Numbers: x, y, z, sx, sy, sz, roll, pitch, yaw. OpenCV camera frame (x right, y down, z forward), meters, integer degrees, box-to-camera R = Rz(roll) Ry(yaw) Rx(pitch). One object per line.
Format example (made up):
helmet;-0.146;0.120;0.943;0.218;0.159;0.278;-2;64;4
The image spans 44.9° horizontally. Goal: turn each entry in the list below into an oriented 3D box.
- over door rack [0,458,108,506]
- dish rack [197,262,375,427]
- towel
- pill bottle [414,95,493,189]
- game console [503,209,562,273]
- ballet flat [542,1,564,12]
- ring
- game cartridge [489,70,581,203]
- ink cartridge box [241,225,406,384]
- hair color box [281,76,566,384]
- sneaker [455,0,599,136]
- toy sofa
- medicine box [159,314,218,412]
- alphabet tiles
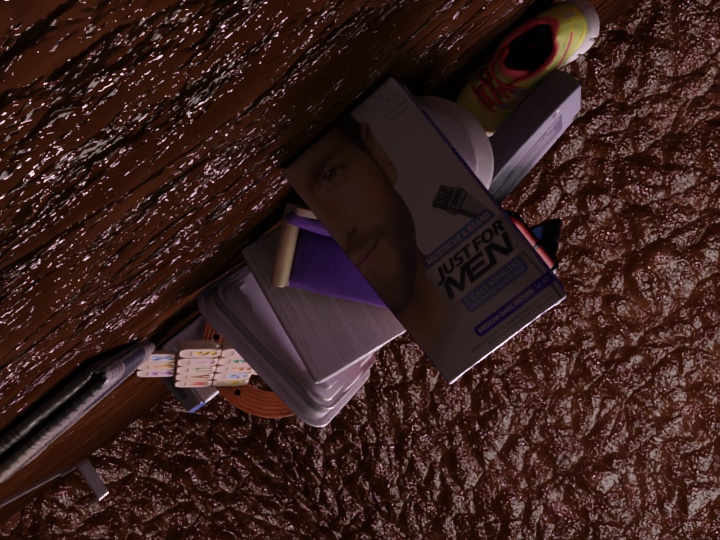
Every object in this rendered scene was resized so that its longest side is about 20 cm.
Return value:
over door rack;-0.321;0.198;0.677;0.199;0.067;0.148;-16;-169;26
dish rack;-0.071;0.064;0.983;0.044;0.200;0.172;-44;178;30
towel;-0.308;0.146;0.885;0.200;0.035;0.193;-42;-177;3
pill bottle;0.059;-0.093;0.777;0.120;0.120;0.200;-39;180;9
game console;0.116;-0.025;1.001;0.200;0.172;0.119;-23;-132;26
ballet flat;0.182;-0.245;1.017;0.063;0.069;0.200;-3;152;-39
ring;-0.123;0.108;1.229;0.200;0.201;0.019;-39;175;-19
game cartridge;0.163;-0.124;0.951;0.200;0.042;0.133;-49;162;5
ink cartridge box;0.000;0.000;0.911;0.200;0.160;0.047;-30;173;-4
hair color box;0.048;-0.030;0.646;0.109;0.200;0.065;-39;178;12
sneaker;0.160;-0.215;0.939;0.090;0.078;0.200;-27;165;-50
toy sofa;0.019;-0.004;0.831;0.098;0.199;0.083;-62;165;-81
medicine box;-0.202;0.109;1.319;0.200;0.103;0.182;-39;180;-22
alphabet tiles;-0.182;0.119;1.094;0.195;0.015;0.200;0;160;-14
